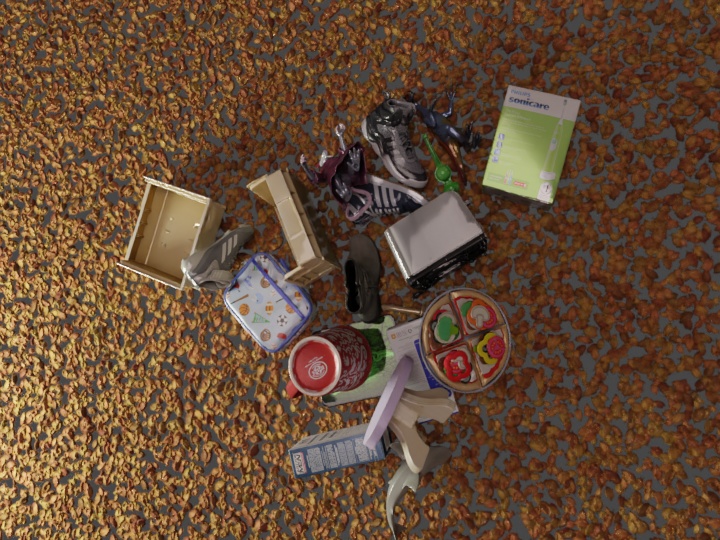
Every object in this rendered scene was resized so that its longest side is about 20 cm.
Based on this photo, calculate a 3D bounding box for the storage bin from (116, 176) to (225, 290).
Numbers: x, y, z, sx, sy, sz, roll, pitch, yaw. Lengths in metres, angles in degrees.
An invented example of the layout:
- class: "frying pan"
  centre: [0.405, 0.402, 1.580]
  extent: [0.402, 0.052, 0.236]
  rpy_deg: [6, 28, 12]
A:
- class: "storage bin"
  centre: [-0.431, -0.084, 1.344]
  extent: [0.193, 0.094, 0.207]
  rpy_deg: [18, 91, 14]

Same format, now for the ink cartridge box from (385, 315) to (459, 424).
- class: "ink cartridge box"
  centre: [0.128, 0.200, 1.203]
  extent: [0.092, 0.037, 0.206]
  rpy_deg: [-19, 90, 18]

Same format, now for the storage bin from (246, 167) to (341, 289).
- class: "storage bin"
  centre: [-0.133, -0.082, 1.223]
  extent: [0.091, 0.198, 0.205]
  rpy_deg: [-24, 80, 7]

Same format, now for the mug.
- class: "mug"
  centre: [-0.069, 0.201, 1.176]
  extent: [0.131, 0.200, 0.182]
  rpy_deg: [28, 93, 14]

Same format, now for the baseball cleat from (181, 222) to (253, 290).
- class: "baseball cleat"
  centre: [-0.291, -0.022, 1.284]
  extent: [0.198, 0.070, 0.107]
  rpy_deg: [-36, 84, -37]

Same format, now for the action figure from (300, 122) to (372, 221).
- class: "action figure"
  centre: [-0.040, -0.208, 1.233]
  extent: [0.133, 0.199, 0.151]
  rpy_deg: [-38, 111, -10]

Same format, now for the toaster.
- class: "toaster"
  centre: [0.146, -0.048, 1.160]
  extent: [0.196, 0.181, 0.121]
  rpy_deg: [-31, 76, 9]

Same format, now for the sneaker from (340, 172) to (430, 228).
- class: "sneaker"
  centre: [0.049, -0.131, 1.243]
  extent: [0.195, 0.070, 0.111]
  rpy_deg: [23, 87, 22]

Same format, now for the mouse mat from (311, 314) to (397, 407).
- class: "mouse mat"
  centre: [-0.005, 0.194, 1.267]
  extent: [0.193, 0.008, 0.167]
  rpy_deg: [-14, 82, 14]

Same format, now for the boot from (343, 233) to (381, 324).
- class: "boot"
  centre: [0.000, 0.000, 1.204]
  extent: [0.065, 0.131, 0.207]
  rpy_deg: [-12, 68, 13]

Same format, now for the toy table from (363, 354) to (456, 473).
- class: "toy table"
  centre: [0.093, 0.268, 1.113]
  extent: [0.115, 0.185, 0.203]
  rpy_deg: [30, 56, 3]

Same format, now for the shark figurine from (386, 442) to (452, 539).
- class: "shark figurine"
  centre: [0.092, 0.434, 1.163]
  extent: [0.126, 0.089, 0.219]
  rpy_deg: [29, 87, -17]

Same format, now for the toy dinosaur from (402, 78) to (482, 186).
- class: "toy dinosaur"
  centre: [0.155, -0.301, 1.226]
  extent: [0.178, 0.103, 0.207]
  rpy_deg: [22, 104, 35]

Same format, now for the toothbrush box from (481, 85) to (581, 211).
- class: "toothbrush box"
  centre: [0.334, -0.240, 1.171]
  extent: [0.141, 0.086, 0.207]
  rpy_deg: [16, 90, 15]

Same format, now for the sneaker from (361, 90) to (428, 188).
- class: "sneaker"
  centre: [0.086, -0.273, 1.220]
  extent: [0.202, 0.074, 0.115]
  rpy_deg: [53, 135, 16]

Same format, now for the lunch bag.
- class: "lunch bag"
  centre: [-0.196, 0.064, 1.292]
  extent: [0.160, 0.075, 0.200]
  rpy_deg: [-45, 78, 5]

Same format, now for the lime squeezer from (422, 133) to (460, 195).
- class: "lime squeezer"
  centre: [0.170, -0.196, 1.224]
  extent: [0.037, 0.070, 0.204]
  rpy_deg: [-37, 48, 21]

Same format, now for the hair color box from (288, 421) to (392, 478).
- class: "hair color box"
  centre: [-0.038, 0.364, 1.214]
  extent: [0.193, 0.100, 0.063]
  rpy_deg: [-16, 85, 13]

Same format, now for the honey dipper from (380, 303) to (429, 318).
- class: "honey dipper"
  centre: [0.078, 0.082, 1.242]
  extent: [0.193, 0.038, 0.039]
  rpy_deg: [6, 87, 19]

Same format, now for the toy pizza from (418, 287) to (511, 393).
- class: "toy pizza"
  centre: [0.210, 0.135, 1.164]
  extent: [0.193, 0.032, 0.208]
  rpy_deg: [2, 81, -10]
